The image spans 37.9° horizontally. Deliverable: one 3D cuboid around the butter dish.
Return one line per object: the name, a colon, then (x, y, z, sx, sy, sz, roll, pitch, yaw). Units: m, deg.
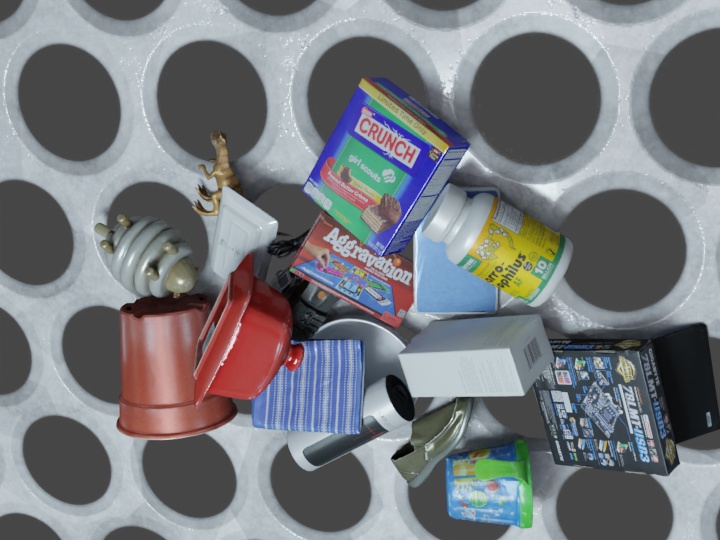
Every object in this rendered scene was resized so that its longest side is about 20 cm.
butter dish: (-0.153, 0.105, 1.546, 0.147, 0.200, 0.200, 24, 105, -14)

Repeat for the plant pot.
plant pot: (-0.307, 0.146, 1.705, 0.199, 0.201, 0.197, 0, 102, 16)

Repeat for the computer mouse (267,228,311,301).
computer mouse: (-0.127, 0.021, 1.651, 0.044, 0.110, 0.201, 33, 125, 18)

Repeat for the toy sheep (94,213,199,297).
toy sheep: (-0.343, -0.027, 1.672, 0.199, 0.138, 0.138, 34, 117, 15)

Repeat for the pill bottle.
pill bottle: (0.193, -0.041, 1.504, 0.199, 0.113, 0.113, 29, 116, -6)

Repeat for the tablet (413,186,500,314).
tablet: (0.144, -0.028, 1.580, 0.129, 0.014, 0.201, 0, 109, 3)

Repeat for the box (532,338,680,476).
box: (0.356, 0.200, 1.555, 0.198, 0.050, 0.201, -5, 108, 44)

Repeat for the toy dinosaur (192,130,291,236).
toy dinosaur: (-0.203, -0.116, 1.634, 0.106, 0.060, 0.201, -20, 104, 21)

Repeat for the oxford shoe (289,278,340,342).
oxford shoe: (-0.053, 0.014, 1.634, 0.200, 0.084, 0.073, -45, 111, 5)

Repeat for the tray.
tray: (-0.189, -0.035, 1.630, 0.107, 0.022, 0.201, 35, 141, 13)

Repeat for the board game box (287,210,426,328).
board game box: (0.000, 0.000, 1.587, 0.199, 0.019, 0.103, 28, 99, -20)

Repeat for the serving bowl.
serving bowl: (0.005, 0.157, 1.676, 0.199, 0.066, 0.201, 6, 112, 15)

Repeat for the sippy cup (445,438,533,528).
sippy cup: (0.198, 0.335, 1.636, 0.129, 0.140, 0.179, -3, 119, 3)

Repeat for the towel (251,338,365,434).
towel: (-0.085, 0.176, 1.623, 0.199, 0.024, 0.146, -2, 82, 30)

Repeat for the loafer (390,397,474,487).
loafer: (0.113, 0.266, 1.681, 0.069, 0.075, 0.200, 33, 116, -3)

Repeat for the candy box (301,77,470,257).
candy box: (0.034, -0.150, 1.520, 0.169, 0.077, 0.201, 40, 116, 18)

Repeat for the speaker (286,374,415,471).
speaker: (-0.015, 0.237, 1.632, 0.199, 0.081, 0.081, -30, 100, 23)

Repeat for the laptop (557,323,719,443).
laptop: (0.421, 0.173, 1.591, 0.199, 0.103, 0.178, 2, 113, 43)

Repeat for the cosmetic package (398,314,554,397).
cosmetic package: (0.170, 0.128, 1.562, 0.199, 0.113, 0.082, -7, 111, 40)
